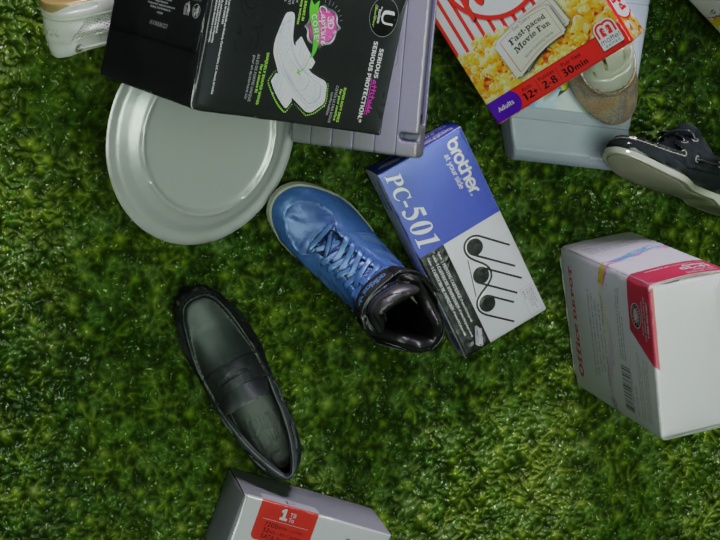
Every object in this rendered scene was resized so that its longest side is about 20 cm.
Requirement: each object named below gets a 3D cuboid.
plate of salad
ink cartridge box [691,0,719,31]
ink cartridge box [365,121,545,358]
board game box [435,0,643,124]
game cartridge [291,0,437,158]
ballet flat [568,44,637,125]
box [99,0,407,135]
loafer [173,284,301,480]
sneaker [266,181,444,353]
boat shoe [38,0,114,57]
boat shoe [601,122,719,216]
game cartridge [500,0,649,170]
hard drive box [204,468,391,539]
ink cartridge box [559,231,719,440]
[{"bbox_3d":[-0.144,-0.123,1.491,0.198,0.048,0.203,-14,113,-35],"label":"plate of salad"},{"bbox_3d":[0.385,-0.297,1.529,0.200,0.147,0.145,42,77,-18],"label":"ink cartridge box"},{"bbox_3d":[0.091,-0.029,1.584,0.093,0.044,0.201,-30,107,-8],"label":"ink cartridge box"},{"bbox_3d":[0.134,-0.255,1.484,0.151,0.046,0.201,-31,95,31],"label":"board game box"},{"bbox_3d":[0.003,-0.208,1.497,0.128,0.038,0.203,10,102,23],"label":"game cartridge"},{"bbox_3d":[0.210,-0.220,1.526,0.068,0.067,0.202,-28,107,-7],"label":"ballet flat"},{"bbox_3d":[-0.087,-0.195,1.382,0.198,0.148,0.126,5,102,-41],"label":"box"},{"bbox_3d":[-0.109,0.104,1.548,0.068,0.070,0.202,-29,108,-7],"label":"loafer"},{"bbox_3d":[0.001,-0.001,1.532,0.077,0.111,0.200,-44,108,-2],"label":"sneaker"},{"bbox_3d":[-0.181,-0.226,1.463,0.198,0.071,0.070,-12,124,-18],"label":"boat shoe"},{"bbox_3d":[0.311,-0.105,1.601,0.198,0.074,0.067,18,83,-30],"label":"boat shoe"},{"bbox_3d":[0.199,-0.200,1.581,0.132,0.040,0.203,5,101,-12],"label":"game cartridge"},{"bbox_3d":[-0.081,0.311,1.597,0.154,0.077,0.202,17,97,-18],"label":"hard drive box"},{"bbox_3d":[0.268,0.055,1.567,0.085,0.200,0.149,-11,105,-12],"label":"ink cartridge box"}]
